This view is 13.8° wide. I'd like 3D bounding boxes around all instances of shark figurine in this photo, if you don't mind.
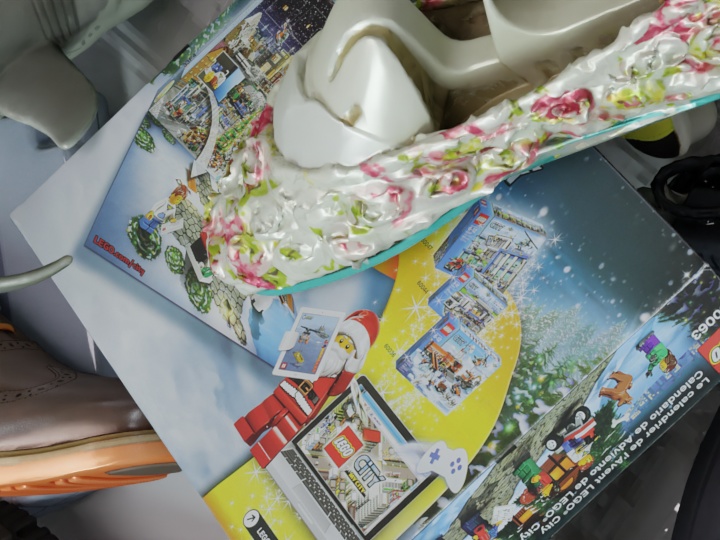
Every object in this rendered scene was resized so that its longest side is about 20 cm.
[{"bbox_3d":[-0.133,-0.055,0.852,0.128,0.215,0.090,-22,115,26],"label":"shark figurine"}]

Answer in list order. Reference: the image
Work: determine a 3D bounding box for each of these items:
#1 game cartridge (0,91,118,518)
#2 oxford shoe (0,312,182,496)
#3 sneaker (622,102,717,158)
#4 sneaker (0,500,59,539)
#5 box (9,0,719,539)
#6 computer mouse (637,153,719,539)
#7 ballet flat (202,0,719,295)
[{"bbox_3d":[-0.155,0.025,0.972,0.200,0.041,0.133,-11,81,33],"label":"game cartridge"},{"bbox_3d":[-0.131,0.029,0.896,0.200,0.071,0.073,4,89,34],"label":"oxford shoe"},{"bbox_3d":[0.122,-0.110,0.777,0.076,0.075,0.200,48,119,0],"label":"sneaker"},{"bbox_3d":[-0.075,0.135,0.906,0.200,0.076,0.091,21,129,23],"label":"sneaker"},{"bbox_3d":[0.000,0.000,0.801,0.137,0.038,0.200,-43,44,4],"label":"box"},{"bbox_3d":[0.117,0.072,0.782,0.138,0.053,0.200,12,97,32],"label":"computer mouse"},{"bbox_3d":[0.034,-0.059,0.744,0.200,0.064,0.076,-25,42,20],"label":"ballet flat"}]
